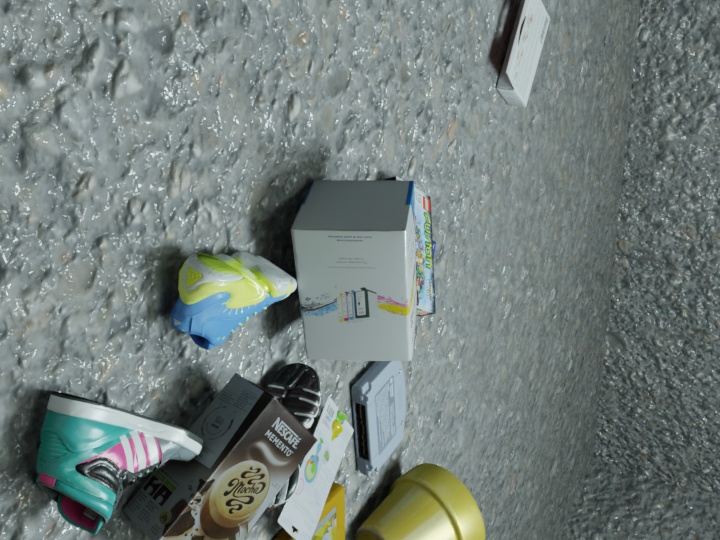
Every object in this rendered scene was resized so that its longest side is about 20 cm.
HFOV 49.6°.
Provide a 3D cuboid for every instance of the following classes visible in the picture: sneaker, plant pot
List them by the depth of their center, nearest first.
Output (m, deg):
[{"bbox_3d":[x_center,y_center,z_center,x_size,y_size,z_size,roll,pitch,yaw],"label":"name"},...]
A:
[{"bbox_3d":[-0.246,0.203,0.788,0.200,0.083,0.121,35,66,-52],"label":"sneaker"},{"bbox_3d":[-0.155,0.035,0.915,0.105,0.076,0.200,-61,154,10],"label":"sneaker"},{"bbox_3d":[-0.112,0.233,1.068,0.116,0.075,0.200,115,-8,-53],"label":"sneaker"},{"bbox_3d":[0.097,0.491,1.451,0.189,0.201,0.201,-22,123,-37],"label":"plant pot"}]

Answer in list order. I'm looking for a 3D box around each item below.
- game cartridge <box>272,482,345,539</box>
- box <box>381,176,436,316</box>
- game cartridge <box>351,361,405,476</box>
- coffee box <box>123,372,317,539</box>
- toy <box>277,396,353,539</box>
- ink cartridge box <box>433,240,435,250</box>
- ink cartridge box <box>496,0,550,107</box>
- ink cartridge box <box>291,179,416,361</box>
[{"bbox_3d":[-0.089,0.465,1.250,0.200,0.032,0.177,-35,131,-52],"label":"game cartridge"},{"bbox_3d":[0.074,-0.036,1.228,0.110,0.035,0.201,20,63,-52],"label":"box"},{"bbox_3d":[0.035,0.246,1.374,0.133,0.040,0.200,-37,133,-45],"label":"game cartridge"},{"bbox_3d":[-0.159,0.237,0.911,0.200,0.080,0.113,-52,135,-17],"label":"coffee box"},{"bbox_3d":[-0.078,0.301,1.180,0.200,0.047,0.115,-63,146,-29],"label":"toy"},{"bbox_3d":[0.058,0.005,1.294,0.200,0.044,0.094,-17,118,-58],"label":"ink cartridge box"},{"bbox_3d":[0.319,-0.454,1.562,0.176,0.045,0.200,26,79,-62],"label":"ink cartridge box"},{"bbox_3d":[0.000,0.000,1.040,0.147,0.144,0.200,-77,165,-58],"label":"ink cartridge box"}]
